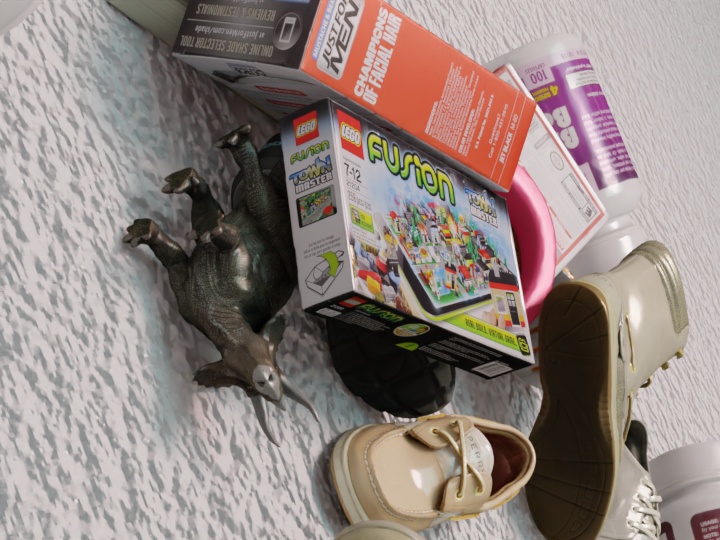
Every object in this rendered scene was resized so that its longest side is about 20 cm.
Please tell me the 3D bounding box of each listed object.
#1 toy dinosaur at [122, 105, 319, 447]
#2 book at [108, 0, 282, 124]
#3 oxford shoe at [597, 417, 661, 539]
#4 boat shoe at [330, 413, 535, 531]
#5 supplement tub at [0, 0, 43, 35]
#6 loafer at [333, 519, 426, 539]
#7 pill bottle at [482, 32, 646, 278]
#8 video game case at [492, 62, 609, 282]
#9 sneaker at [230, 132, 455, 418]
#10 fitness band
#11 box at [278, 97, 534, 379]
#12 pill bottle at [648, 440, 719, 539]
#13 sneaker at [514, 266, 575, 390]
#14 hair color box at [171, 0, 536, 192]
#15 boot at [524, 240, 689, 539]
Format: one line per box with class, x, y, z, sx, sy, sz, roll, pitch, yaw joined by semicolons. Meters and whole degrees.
toy dinosaur;-0.063;-0.009;0.862;0.201;0.076;0.103;-78;146;-48
book;-0.087;-0.182;1.010;0.199;0.048;0.135;29;42;-50
oxford shoe;0.206;0.193;1.258;0.075;0.057;0.202;48;31;-41
boat shoe;0.049;0.116;0.979;0.199;0.069;0.074;2;66;-65
supplement tub;-0.208;-0.168;0.609;0.199;0.139;0.142;10;59;-63
loafer;0.032;0.227;0.834;0.202;0.075;0.068;68;18;3
pill bottle;0.171;-0.089;1.378;0.112;0.111;0.202;-11;78;-66
video game case;0.090;-0.045;1.162;0.200;0.017;0.144;-42;101;-40
sneaker;0.000;0.000;0.979;0.201;0.075;0.080;57;23;-22
fitness band;0.055;-0.024;1.094;0.198;0.037;0.145;11;64;-36
box;0.030;-0.012;0.911;0.199;0.034;0.111;22;54;-54
pill bottle;0.295;0.250;1.323;0.114;0.113;0.202;33;40;-51
sneaker;0.126;0.000;1.249;0.202;0.078;0.077;64;14;-8
hair color box;0.001;-0.112;0.952;0.199;0.110;0.065;23;83;-47
boot;0.183;0.088;1.178;0.154;0.071;0.203;-25;121;-54
